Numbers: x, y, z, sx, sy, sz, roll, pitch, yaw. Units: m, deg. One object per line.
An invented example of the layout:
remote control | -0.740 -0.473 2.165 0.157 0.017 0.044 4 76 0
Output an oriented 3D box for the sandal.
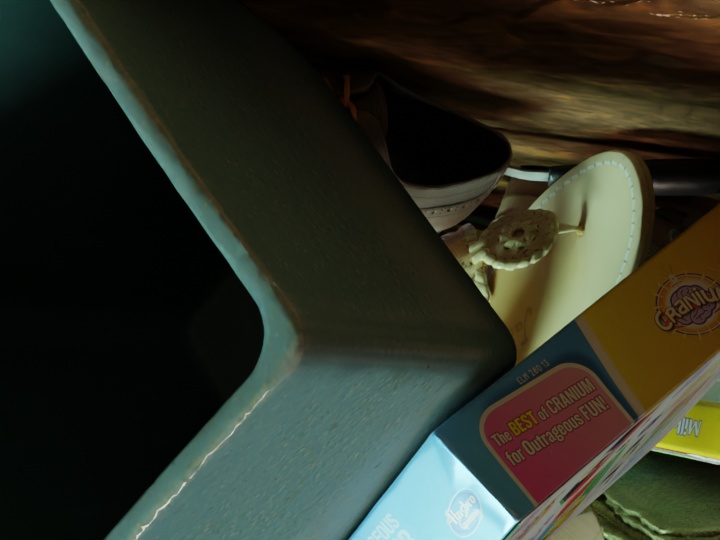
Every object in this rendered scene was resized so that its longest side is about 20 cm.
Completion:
sandal | 0.034 0.024 1.110 0.070 0.078 0.212 8 143 -31

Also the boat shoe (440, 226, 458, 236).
boat shoe | 0.013 0.003 1.301 0.072 0.072 0.200 16 -174 -46

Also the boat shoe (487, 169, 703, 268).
boat shoe | 0.145 0.005 1.231 0.200 0.072 0.076 20 156 -28

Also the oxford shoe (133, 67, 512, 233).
oxford shoe | -0.031 -0.059 1.026 0.200 0.071 0.073 12 152 -39

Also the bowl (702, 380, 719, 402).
bowl | 0.218 0.015 1.115 0.201 0.090 0.201 10 174 1

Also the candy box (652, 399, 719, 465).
candy box | 0.138 0.066 1.164 0.102 0.026 0.200 11 179 -37

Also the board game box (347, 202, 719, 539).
board game box | 0.072 0.058 0.968 0.040 0.200 0.153 46 140 10

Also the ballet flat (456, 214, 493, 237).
ballet flat | 0.107 0.014 1.362 0.200 0.067 0.067 9 170 4

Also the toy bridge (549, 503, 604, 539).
toy bridge | 0.062 0.110 1.066 0.067 0.027 0.200 -19 -162 1

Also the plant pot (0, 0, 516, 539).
plant pot | -0.065 0.020 0.916 0.200 0.196 0.196 6 -138 -54

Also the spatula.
spatula | 0.063 -0.045 1.122 0.200 0.021 0.057 8 170 12

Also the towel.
towel | 0.189 0.101 1.201 0.200 0.036 0.148 -11 -167 -19
